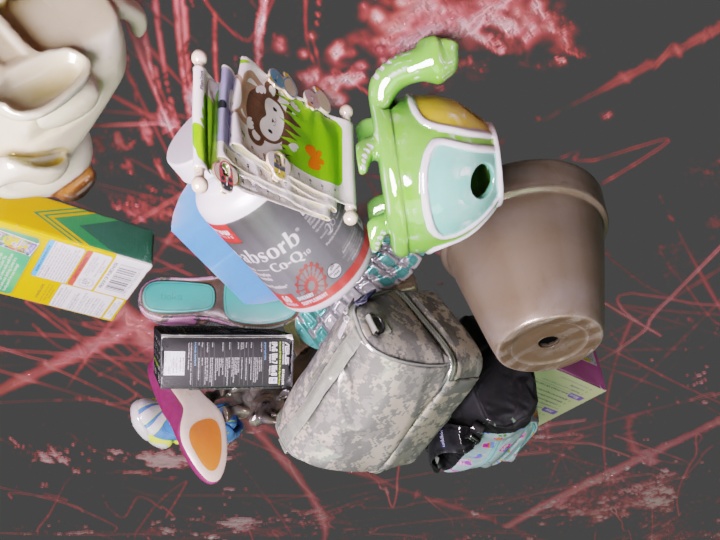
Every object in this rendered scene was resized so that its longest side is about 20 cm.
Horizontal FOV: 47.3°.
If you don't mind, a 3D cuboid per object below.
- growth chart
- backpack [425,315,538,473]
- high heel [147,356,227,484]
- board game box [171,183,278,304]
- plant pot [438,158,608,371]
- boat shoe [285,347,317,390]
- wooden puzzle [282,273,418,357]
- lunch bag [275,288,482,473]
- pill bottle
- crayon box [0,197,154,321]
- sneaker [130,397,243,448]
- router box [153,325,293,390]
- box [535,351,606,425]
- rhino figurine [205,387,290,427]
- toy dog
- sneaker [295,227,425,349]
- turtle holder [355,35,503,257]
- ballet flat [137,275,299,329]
[{"bbox_3d":[-0.069,-0.114,0.705,0.018,0.147,0.198,-22,158,38],"label":"growth chart"},{"bbox_3d":[0.142,0.170,1.009,0.124,0.169,0.201,2,142,-11],"label":"backpack"},{"bbox_3d":[-0.235,0.198,1.090,0.067,0.202,0.096,-14,156,-38],"label":"high heel"},{"bbox_3d":[-0.104,-0.059,0.879,0.157,0.039,0.200,-36,131,4],"label":"board game box"},{"bbox_3d":[0.190,0.008,0.912,0.196,0.176,0.201,-3,145,-2],"label":"plant pot"},{"bbox_3d":[-0.046,0.134,1.082,0.064,0.073,0.201,15,131,-21],"label":"boat shoe"},{"bbox_3d":[-0.006,0.075,1.099,0.182,0.038,0.201,-9,140,5],"label":"wooden puzzle"},{"bbox_3d":[0.013,0.120,0.893,0.166,0.140,0.201,-1,134,-47],"label":"lunch bag"},{"bbox_3d":[-0.084,-0.063,0.778,0.115,0.117,0.200,-23,128,23],"label":"pill bottle"},{"bbox_3d":[-0.341,-0.019,0.894,0.198,0.052,0.126,18,138,-31],"label":"crayon box"},{"bbox_3d":[-0.251,0.220,1.236,0.104,0.076,0.200,-32,146,13],"label":"sneaker"},{"bbox_3d":[-0.171,0.102,0.989,0.147,0.063,0.200,1,179,-16],"label":"router box"},{"bbox_3d":[0.214,0.150,1.179,0.174,0.098,0.199,23,134,-34],"label":"box"},{"bbox_3d":[-0.145,0.166,1.095,0.086,0.199,0.061,-9,104,-27],"label":"rhino figurine"},{"bbox_3d":[-0.272,-0.140,0.676,0.139,0.194,0.200,38,141,1],"label":"toy dog"},{"bbox_3d":[0.000,0.000,0.965,0.200,0.091,0.078,-42,101,13],"label":"sneaker"},{"bbox_3d":[0.063,-0.111,0.778,0.129,0.189,0.141,-8,177,3],"label":"turtle holder"},{"bbox_3d":[-0.169,0.041,1.003,0.196,0.070,0.071,0,163,-3],"label":"ballet flat"}]
